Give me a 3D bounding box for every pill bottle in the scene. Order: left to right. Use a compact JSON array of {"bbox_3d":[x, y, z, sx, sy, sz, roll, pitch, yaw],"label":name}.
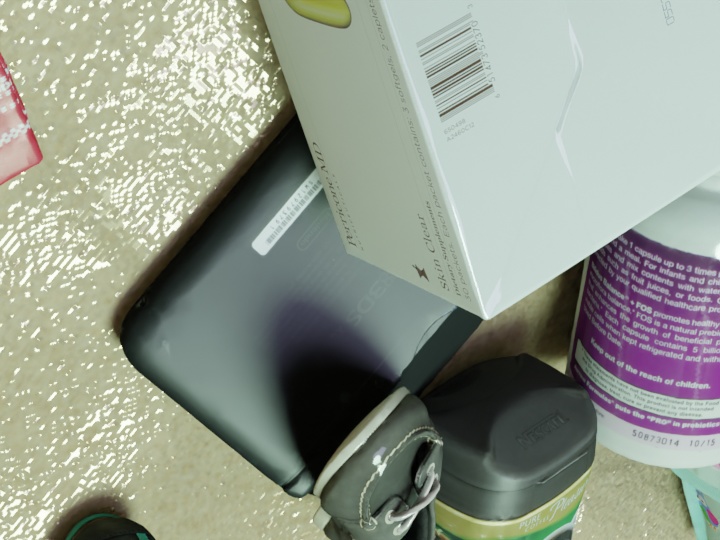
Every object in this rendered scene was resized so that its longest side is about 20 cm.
[{"bbox_3d":[0.171,-0.008,1.115,0.112,0.112,0.201,-19,132,-31],"label":"pill bottle"}]

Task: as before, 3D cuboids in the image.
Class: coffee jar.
[{"bbox_3d":[0.064,0.146,1.153,0.104,0.085,0.201,-28,137,-41],"label":"coffee jar"}]

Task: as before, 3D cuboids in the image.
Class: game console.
[{"bbox_3d":[0.000,0.000,1.039,0.176,0.116,0.200,40,89,-20],"label":"game console"}]

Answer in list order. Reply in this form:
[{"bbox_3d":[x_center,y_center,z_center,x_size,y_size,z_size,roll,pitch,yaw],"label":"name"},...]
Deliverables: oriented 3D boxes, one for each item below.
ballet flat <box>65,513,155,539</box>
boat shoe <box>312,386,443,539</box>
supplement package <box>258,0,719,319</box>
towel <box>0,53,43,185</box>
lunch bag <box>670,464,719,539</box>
[{"bbox_3d":[-0.141,0.211,1.032,0.068,0.068,0.201,2,119,-43],"label":"ballet flat"},{"bbox_3d":[0.017,0.104,1.014,0.067,0.057,0.200,-47,172,-13],"label":"boat shoe"},{"bbox_3d":[0.052,-0.113,0.888,0.155,0.111,0.201,-31,118,-21],"label":"supplement package"},{"bbox_3d":[-0.206,-0.077,0.789,0.144,0.022,0.201,-33,135,-16],"label":"towel"},{"bbox_3d":[0.268,0.114,1.251,0.122,0.170,0.201,-43,140,-19],"label":"lunch bag"}]
